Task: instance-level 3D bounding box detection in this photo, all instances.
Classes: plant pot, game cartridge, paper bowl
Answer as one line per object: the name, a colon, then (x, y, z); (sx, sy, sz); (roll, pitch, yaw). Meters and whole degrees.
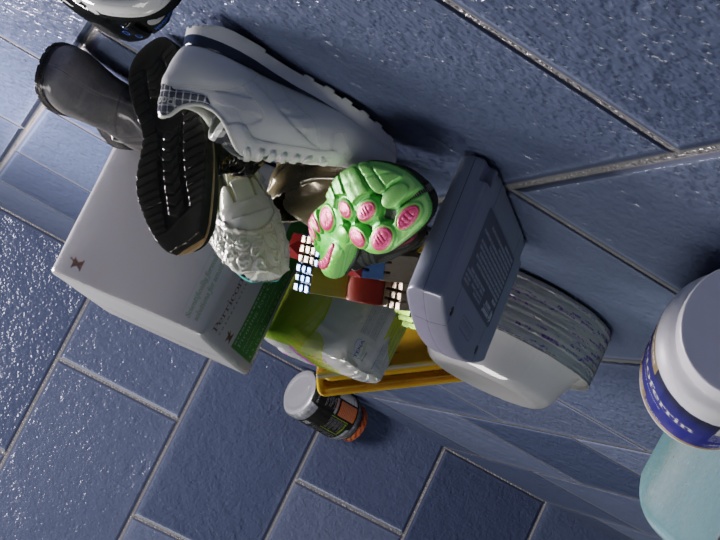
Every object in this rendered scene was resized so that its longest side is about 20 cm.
plant pot: (0.366, 0.192, 1.202); (0.195, 0.197, 0.200); (30, 178, -21)
game cartridge: (0.038, 0.097, 1.560); (0.175, 0.033, 0.200); (-6, -169, 2)
game cartridge: (0.088, 0.002, 1.090); (0.040, 0.134, 0.200); (15, 166, 19)
paper bowl: (0.149, 0.071, 1.368); (0.199, 0.105, 0.201); (25, 170, 5)

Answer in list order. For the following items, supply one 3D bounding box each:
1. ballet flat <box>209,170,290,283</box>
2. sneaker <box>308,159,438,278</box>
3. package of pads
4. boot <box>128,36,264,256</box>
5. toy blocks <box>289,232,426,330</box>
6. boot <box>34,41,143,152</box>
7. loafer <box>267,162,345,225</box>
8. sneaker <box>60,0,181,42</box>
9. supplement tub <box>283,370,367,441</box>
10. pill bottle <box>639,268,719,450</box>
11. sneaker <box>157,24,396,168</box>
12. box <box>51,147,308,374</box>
ballet flat: (-0.117, -0.073, 1.215); (0.072, 0.072, 0.201); (36, -161, -44)
sneaker: (0.018, -0.048, 1.069); (0.077, 0.083, 0.200); (70, 159, 1)
package of pads: (-0.022, 0.034, 1.466); (0.068, 0.155, 0.199); (33, 168, -33)
boot: (-0.118, -0.088, 1.115); (0.077, 0.201, 0.138); (-24, 148, 26)
toy blocks: (0.000, 0.000, 1.270); (0.136, 0.101, 0.199); (6, -175, -38)
boot: (-0.217, -0.159, 1.296); (0.131, 0.070, 0.200); (16, 175, 24)
loafer: (-0.025, -0.067, 1.217); (0.076, 0.068, 0.200); (31, 169, -27)
sneaker: (-0.154, -0.197, 0.911); (0.199, 0.073, 0.112); (29, 177, 43)
supplement tub: (-0.083, 0.338, 3.258); (0.200, 0.123, 0.122); (35, 167, -35)
pill bottle: (0.273, 0.065, 0.985); (0.115, 0.116, 0.200); (24, 169, 12)
sneaker: (-0.064, -0.114, 1.044); (0.199, 0.081, 0.076); (26, 168, -19)
box: (-0.185, -0.028, 1.446); (0.199, 0.200, 0.171); (21, 168, 19)
